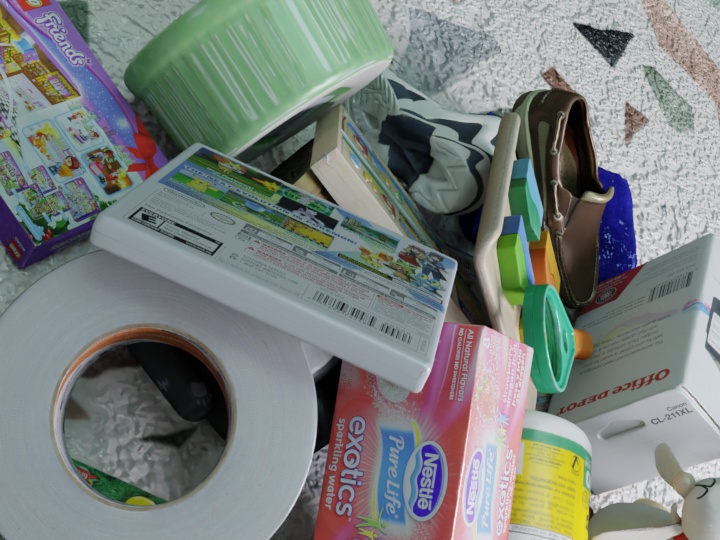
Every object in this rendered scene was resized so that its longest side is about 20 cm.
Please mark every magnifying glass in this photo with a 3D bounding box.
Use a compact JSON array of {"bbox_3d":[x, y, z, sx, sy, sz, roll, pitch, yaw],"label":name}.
[{"bbox_3d":[0.156,0.055,0.885,0.200,0.022,0.080,17,67,-70],"label":"magnifying glass"}]

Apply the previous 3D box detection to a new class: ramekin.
[{"bbox_3d":[-0.071,-0.156,0.871,0.200,0.200,0.098,-35,94,-44],"label":"ramekin"}]

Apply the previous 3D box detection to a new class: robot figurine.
[{"bbox_3d":[-0.083,0.038,0.792,0.125,0.150,0.200,-39,89,-2],"label":"robot figurine"}]

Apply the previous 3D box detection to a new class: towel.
[{"bbox_3d":[0.184,-0.066,1.098,0.199,0.050,0.148,18,53,-27],"label":"towel"}]

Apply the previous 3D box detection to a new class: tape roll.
[{"bbox_3d":[-0.127,0.088,0.675,0.199,0.066,0.202,2,79,-10],"label":"tape roll"}]

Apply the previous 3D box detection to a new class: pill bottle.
[{"bbox_3d":[0.107,0.212,0.822,0.112,0.113,0.201,23,59,-23],"label":"pill bottle"}]

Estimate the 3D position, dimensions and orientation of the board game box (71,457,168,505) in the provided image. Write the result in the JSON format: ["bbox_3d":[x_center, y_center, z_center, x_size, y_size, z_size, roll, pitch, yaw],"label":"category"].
[{"bbox_3d":[-0.129,0.201,0.725,0.199,0.023,0.105,29,48,-19],"label":"board game box"}]

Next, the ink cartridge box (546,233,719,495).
[{"bbox_3d":[0.252,0.081,0.979,0.083,0.145,0.200,47,42,-17],"label":"ink cartridge box"}]

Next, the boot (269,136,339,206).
[{"bbox_3d":[0.000,0.000,0.899,0.200,0.066,0.175,51,12,-15],"label":"boot"}]

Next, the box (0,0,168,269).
[{"bbox_3d":[-0.241,-0.114,0.823,0.137,0.039,0.200,-31,84,-43],"label":"box"}]

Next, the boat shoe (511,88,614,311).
[{"bbox_3d":[0.185,-0.059,1.005,0.075,0.075,0.203,-25,107,-36],"label":"boat shoe"}]

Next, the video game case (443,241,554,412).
[{"bbox_3d":[0.112,0.083,0.977,0.143,0.018,0.201,25,51,-23],"label":"video game case"}]

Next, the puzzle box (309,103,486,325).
[{"bbox_3d":[0.032,-0.030,0.883,0.200,0.025,0.133,52,14,-18],"label":"puzzle box"}]

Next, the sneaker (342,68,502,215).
[{"bbox_3d":[0.065,-0.119,1.010,0.129,0.080,0.199,1,30,-48],"label":"sneaker"}]

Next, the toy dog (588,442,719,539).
[{"bbox_3d":[0.214,0.186,0.873,0.096,0.200,0.132,41,40,11],"label":"toy dog"}]

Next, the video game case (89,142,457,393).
[{"bbox_3d":[-0.041,-0.010,0.694,0.199,0.022,0.182,24,21,1],"label":"video game case"}]

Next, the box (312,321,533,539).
[{"bbox_3d":[0.041,0.136,0.747,0.095,0.102,0.201,25,73,-59],"label":"box"}]

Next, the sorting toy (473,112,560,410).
[{"bbox_3d":[0.129,0.003,0.900,0.186,0.036,0.201,-72,153,-51],"label":"sorting toy"}]
